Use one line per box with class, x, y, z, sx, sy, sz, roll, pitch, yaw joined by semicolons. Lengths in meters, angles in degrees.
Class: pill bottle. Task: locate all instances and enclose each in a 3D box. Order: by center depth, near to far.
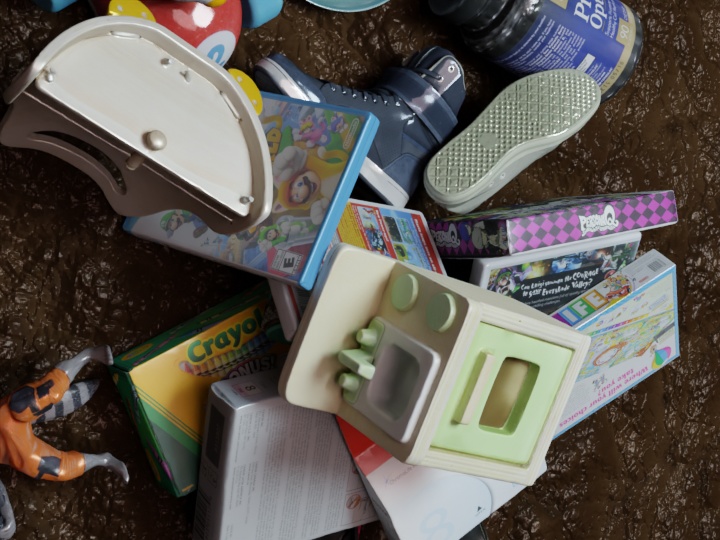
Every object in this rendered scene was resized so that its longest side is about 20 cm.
pill bottle;0.167;-0.243;1.124;0.199;0.111;0.113;21;82;-31

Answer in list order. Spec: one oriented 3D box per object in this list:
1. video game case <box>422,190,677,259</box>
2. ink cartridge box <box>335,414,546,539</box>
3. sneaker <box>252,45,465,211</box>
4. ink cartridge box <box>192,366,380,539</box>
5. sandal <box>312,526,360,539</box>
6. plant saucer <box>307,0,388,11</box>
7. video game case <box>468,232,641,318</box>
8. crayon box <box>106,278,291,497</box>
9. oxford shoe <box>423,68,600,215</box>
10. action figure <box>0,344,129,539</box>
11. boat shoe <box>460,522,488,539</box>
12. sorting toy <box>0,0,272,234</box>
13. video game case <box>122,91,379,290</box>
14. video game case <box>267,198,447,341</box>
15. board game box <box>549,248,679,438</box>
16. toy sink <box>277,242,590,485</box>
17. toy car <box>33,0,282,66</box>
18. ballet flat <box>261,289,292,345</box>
video game case;0.161;-0.043;1.093;0.198;0.181;0.036;-11;95;-29
ink cartridge box;0.076;0.150;1.015;0.159;0.047;0.201;-34;134;-14
sneaker;0.007;-0.164;1.044;0.202;0.077;0.147;40;84;-37
ink cartridge box;-0.042;0.156;0.996;0.199;0.057;0.164;-12;122;-38
sandal;-0.028;0.240;1.076;0.074;0.045;0.203;-2;94;-29
plant saucer;-0.023;-0.334;1.053;0.198;0.027;0.203;-3;95;-31
video game case;0.179;0.051;1.158;0.198;0.023;0.183;-10;126;-30
crayon box;-0.104;0.091;1.012;0.199;0.058;0.120;-28;108;-27
oxford shoe;0.139;-0.120;1.087;0.199;0.058;0.075;-37;68;-14
action figure;-0.283;0.153;0.910;0.192;0.105;0.202;-13;127;-23
boat shoe;0.075;0.221;1.126;0.072;0.067;0.201;-38;114;-23
sorting toy;-0.185;-0.101;0.885;0.199;0.179;0.108;32;55;-30
video game case;-0.092;-0.075;0.934;0.018;0.199;0.144;34;75;-53
video game case;0.000;0.000;0.981;0.199;0.017;0.144;8;53;-41
board game box;0.234;0.083;1.179;0.199;0.034;0.135;-30;133;-15
toy sink;0.060;0.075;0.893;0.199;0.112;0.132;19;96;-37
toy car;-0.134;-0.232;0.891;0.184;0.199;0.178;-36;110;-24
ballet flat;0.003;0.047;1.007;0.199;0.072;0.073;23;81;-35
